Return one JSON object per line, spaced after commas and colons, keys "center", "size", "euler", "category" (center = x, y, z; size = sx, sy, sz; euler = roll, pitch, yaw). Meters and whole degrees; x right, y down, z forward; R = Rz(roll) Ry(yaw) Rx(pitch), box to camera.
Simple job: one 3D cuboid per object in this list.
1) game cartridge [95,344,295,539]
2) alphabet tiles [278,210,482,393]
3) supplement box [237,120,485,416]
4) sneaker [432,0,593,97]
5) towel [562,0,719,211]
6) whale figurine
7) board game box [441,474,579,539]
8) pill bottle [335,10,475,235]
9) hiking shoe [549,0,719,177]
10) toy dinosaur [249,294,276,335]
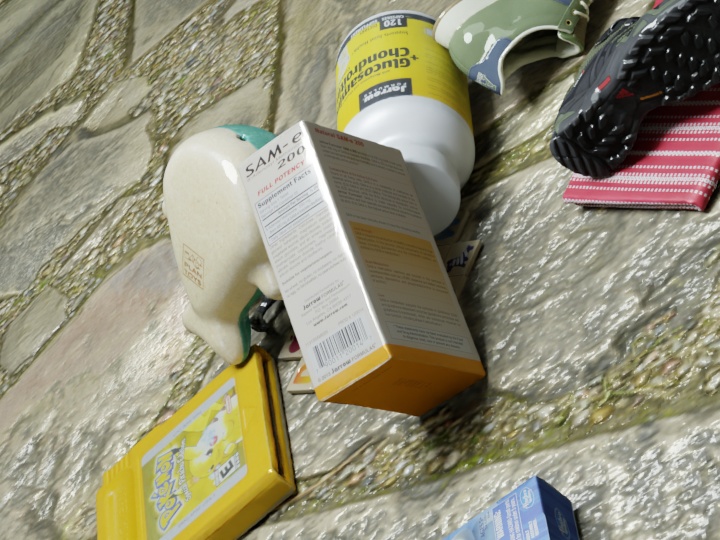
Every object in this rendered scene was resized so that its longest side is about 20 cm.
{"center": [-0.141, 0.175, 1.681], "size": [0.200, 0.032, 0.177], "euler": [-39, 31, 17], "category": "game cartridge"}
{"center": [0.013, 0.026, 1.663], "size": [0.200, 0.006, 0.167], "euler": [-7, 51, 51], "category": "alphabet tiles"}
{"center": [0.000, 0.000, 1.509], "size": [0.073, 0.126, 0.201], "euler": [-33, 63, 28], "category": "supplement box"}
{"center": [0.164, -0.215, 1.680], "size": [0.200, 0.067, 0.090], "euler": [-33, 66, -6], "category": "sneaker"}
{"center": [0.240, -0.130, 1.513], "size": [0.144, 0.022, 0.200], "euler": [3, 61, 53], "category": "towel"}
{"center": [-0.096, -0.025, 1.680], "size": [0.104, 0.201, 0.159], "euler": [-21, 41, -38], "category": "whale figurine"}
{"center": [0.061, 0.258, 1.297], "size": [0.199, 0.043, 0.200], "euler": [-39, 32, 22], "category": "board game box"}
{"center": [0.036, -0.118, 1.687], "size": [0.112, 0.112, 0.200], "euler": [-36, 32, 24], "category": "pill bottle"}
{"center": [0.207, -0.162, 1.482], "size": [0.200, 0.076, 0.101], "euler": [-42, 29, 32], "category": "hiking shoe"}
{"center": [-0.091, 0.010, 1.785], "size": [0.200, 0.047, 0.088], "euler": [-15, 51, 63], "category": "toy dinosaur"}
